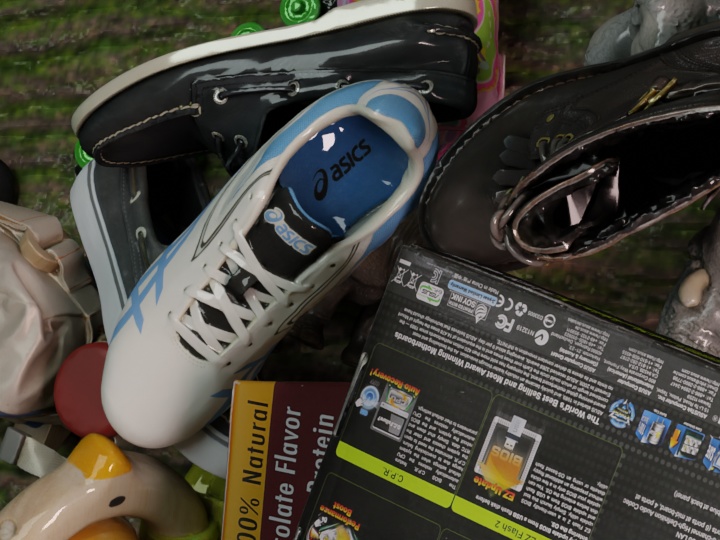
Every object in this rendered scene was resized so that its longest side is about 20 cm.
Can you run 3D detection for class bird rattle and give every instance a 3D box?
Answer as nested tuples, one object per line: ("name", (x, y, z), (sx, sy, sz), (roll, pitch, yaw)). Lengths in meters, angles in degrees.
("bird rattle", (-0.125, 0.149, 1.181), (0.200, 0.163, 0.113), (-41, 49, 4))

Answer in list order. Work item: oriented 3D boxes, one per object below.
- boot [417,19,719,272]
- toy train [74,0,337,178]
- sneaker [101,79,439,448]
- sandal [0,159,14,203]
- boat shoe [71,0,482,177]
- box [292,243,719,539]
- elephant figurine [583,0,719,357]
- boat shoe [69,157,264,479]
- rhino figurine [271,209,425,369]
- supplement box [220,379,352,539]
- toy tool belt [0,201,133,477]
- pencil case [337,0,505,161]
("boot", (0.083, -0.038, 0.985), (0.200, 0.174, 0.069), (-28, 95, 26))
("toy train", (-0.059, -0.088, 1.310), (0.200, 0.042, 0.056), (-33, 71, 13))
("sneaker", (-0.044, -0.004, 1.105), (0.072, 0.072, 0.200), (42, 98, 3))
("sandal", (-0.270, -0.066, 1.432), (0.200, 0.043, 0.076), (34, 97, 27))
("boat shoe", (-0.037, -0.069, 1.169), (0.199, 0.075, 0.066), (-14, 73, 12))
("box", (0.067, 0.111, 0.917), (0.200, 0.048, 0.193), (21, 95, 35))
("elephant figurine", (0.187, -0.032, 1.098), (0.155, 0.141, 0.200), (-52, 49, 52))
("boat shoe", (-0.083, 0.008, 1.198), (0.057, 0.069, 0.200), (-48, 48, 26))
("rhino figurine", (0.000, 0.000, 1.212), (0.200, 0.060, 0.087), (10, 76, 44))
("supplement box", (0.058, 0.148, 1.025), (0.200, 0.133, 0.197), (-1, 80, 35))
("toy tool belt", (-0.157, 0.036, 1.275), (0.200, 0.123, 0.125), (22, 93, 30))
("pencil case", (0.031, -0.145, 1.239), (0.087, 0.087, 0.200), (-7, 78, 29))
